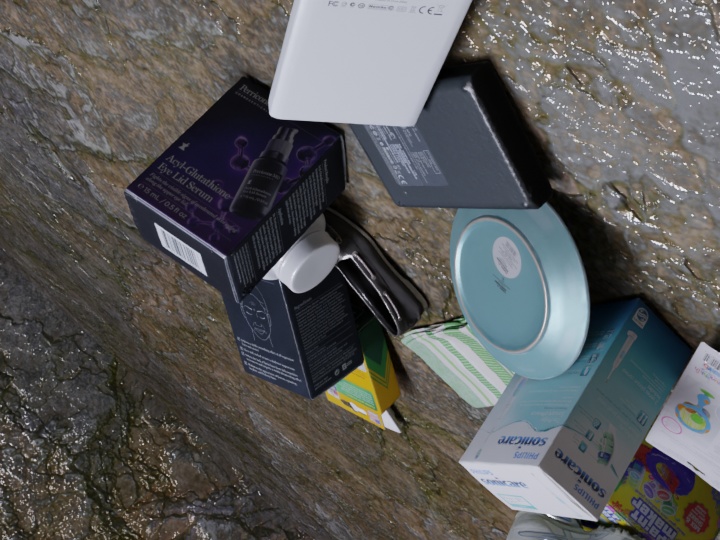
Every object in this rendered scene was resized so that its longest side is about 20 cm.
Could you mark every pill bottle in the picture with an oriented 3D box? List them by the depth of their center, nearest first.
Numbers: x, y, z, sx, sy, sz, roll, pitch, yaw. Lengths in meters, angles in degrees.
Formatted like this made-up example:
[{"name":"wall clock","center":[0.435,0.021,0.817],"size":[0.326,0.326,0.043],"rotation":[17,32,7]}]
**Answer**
[{"name":"pill bottle","center":[-0.119,-0.065,1.234],"size":[0.200,0.109,0.109],"rotation":[43,160,23]}]

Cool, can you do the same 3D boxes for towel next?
[{"name":"towel","center":[0.145,0.122,1.312],"size":[0.153,0.023,0.200],"rotation":[44,157,-9]}]

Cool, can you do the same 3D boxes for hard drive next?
[{"name":"hard drive","center":[0.009,-0.188,0.805],"size":[0.132,0.026,0.200],"rotation":[1,150,-16]},{"name":"hard drive","center":[0.073,-0.119,0.952],"size":[0.200,0.033,0.140],"rotation":[7,134,54]}]

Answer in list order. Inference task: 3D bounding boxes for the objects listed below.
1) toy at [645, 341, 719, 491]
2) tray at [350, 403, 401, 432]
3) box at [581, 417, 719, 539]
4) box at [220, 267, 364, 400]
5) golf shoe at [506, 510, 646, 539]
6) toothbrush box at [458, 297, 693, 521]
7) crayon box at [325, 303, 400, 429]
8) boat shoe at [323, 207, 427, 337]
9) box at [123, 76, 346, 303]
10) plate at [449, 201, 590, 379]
[{"name":"toy","center":[0.357,0.141,0.980],"size":[0.115,0.047,0.200],"rotation":[35,154,21]},{"name":"tray","center":[-0.004,0.186,1.669],"size":[0.107,0.022,0.200],"rotation":[18,149,45]},{"name":"box","center":[0.286,0.247,1.188],"size":[0.200,0.122,0.193],"rotation":[43,157,-4]},{"name":"box","center":[-0.099,0.050,1.381],"size":[0.148,0.107,0.200],"rotation":[16,129,43]},{"name":"golf shoe","center":[0.247,0.320,1.104],"size":[0.200,0.097,0.078],"rotation":[16,145,41]},{"name":"toothbrush box","center":[0.208,0.135,0.998],"size":[0.085,0.200,0.146],"rotation":[43,157,-13]},{"name":"crayon box","center":[-0.014,0.131,1.508],"size":[0.126,0.052,0.200],"rotation":[22,141,38]},{"name":"boat shoe","center":[0.000,0.000,1.271],"size":[0.200,0.057,0.067],"rotation":[44,157,-9]},{"name":"box","center":[-0.132,-0.091,1.126],"size":[0.148,0.200,0.104],"rotation":[31,156,19]},{"name":"plate","center":[0.141,0.012,0.985],"size":[0.200,0.026,0.200],"rotation":[34,132,49]}]
